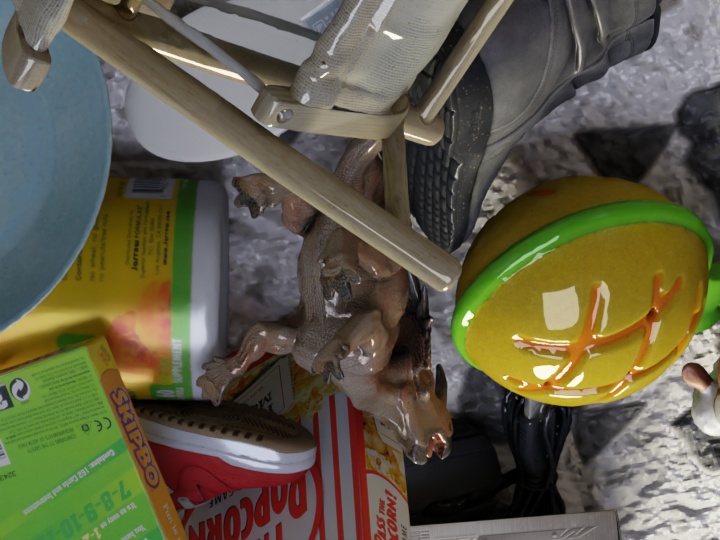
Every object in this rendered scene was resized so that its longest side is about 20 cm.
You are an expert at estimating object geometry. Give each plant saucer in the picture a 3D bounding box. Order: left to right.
[{"bbox_3d":[-0.207,-0.057,1.001,0.199,0.203,0.039,-11,172,10],"label":"plant saucer"}]

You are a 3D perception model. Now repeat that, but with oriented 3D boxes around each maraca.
[{"bbox_3d":[0.123,0.015,1.076,0.137,0.108,0.200,-32,152,21],"label":"maraca"}]

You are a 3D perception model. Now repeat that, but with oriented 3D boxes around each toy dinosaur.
[{"bbox_3d":[0.000,0.000,1.029,0.085,0.135,0.202,22,116,29],"label":"toy dinosaur"}]

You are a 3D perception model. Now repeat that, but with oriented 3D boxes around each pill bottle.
[{"bbox_3d":[-0.167,0.008,1.068,0.198,0.112,0.112,1,131,-1],"label":"pill bottle"}]

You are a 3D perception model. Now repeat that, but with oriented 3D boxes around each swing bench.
[{"bbox_3d":[-0.003,-0.137,0.794,0.199,0.130,0.200,26,118,-17],"label":"swing bench"}]

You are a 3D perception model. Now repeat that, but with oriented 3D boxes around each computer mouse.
[{"bbox_3d":[0.022,0.121,1.202,0.198,0.053,0.139,0,132,0],"label":"computer mouse"}]

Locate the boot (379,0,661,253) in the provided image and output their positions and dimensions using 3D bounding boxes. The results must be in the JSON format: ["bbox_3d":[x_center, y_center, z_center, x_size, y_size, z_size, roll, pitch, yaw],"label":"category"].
[{"bbox_3d":[0.081,-0.084,1.009,0.131,0.070,0.200,-30,166,-14],"label":"boot"}]

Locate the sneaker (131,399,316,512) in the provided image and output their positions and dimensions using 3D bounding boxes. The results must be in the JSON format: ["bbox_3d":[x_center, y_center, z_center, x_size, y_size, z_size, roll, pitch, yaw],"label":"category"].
[{"bbox_3d":[-0.118,0.122,1.090,0.198,0.071,0.114,5,94,20],"label":"sneaker"}]

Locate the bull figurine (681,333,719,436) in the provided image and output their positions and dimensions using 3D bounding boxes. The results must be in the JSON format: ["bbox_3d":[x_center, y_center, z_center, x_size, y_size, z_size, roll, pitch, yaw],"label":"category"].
[{"bbox_3d":[0.222,0.030,1.079,0.121,0.065,0.200,-45,167,-5],"label":"bull figurine"}]

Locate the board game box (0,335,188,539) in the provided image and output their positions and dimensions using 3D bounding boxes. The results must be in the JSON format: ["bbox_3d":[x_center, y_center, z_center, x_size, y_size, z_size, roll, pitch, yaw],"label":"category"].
[{"bbox_3d":[-0.129,0.139,1.027,0.095,0.030,0.202,-18,96,23],"label":"board game box"}]

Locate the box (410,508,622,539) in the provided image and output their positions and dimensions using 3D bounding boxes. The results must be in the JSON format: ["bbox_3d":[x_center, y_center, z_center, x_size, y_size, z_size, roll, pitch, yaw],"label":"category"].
[{"bbox_3d":[0.053,0.185,1.214,0.198,0.049,0.159,-5,161,4],"label":"box"}]

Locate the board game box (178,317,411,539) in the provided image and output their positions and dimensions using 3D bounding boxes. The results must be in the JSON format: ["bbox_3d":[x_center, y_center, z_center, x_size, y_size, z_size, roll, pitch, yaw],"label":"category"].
[{"bbox_3d":[-0.047,0.126,1.109,0.151,0.201,0.046,-31,131,24],"label":"board game box"}]

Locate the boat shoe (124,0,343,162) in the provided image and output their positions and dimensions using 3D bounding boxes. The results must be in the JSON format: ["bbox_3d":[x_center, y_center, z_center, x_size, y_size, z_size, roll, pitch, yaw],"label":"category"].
[{"bbox_3d":[-0.020,-0.118,0.990,0.199,0.068,0.072,-37,88,19],"label":"boat shoe"}]
